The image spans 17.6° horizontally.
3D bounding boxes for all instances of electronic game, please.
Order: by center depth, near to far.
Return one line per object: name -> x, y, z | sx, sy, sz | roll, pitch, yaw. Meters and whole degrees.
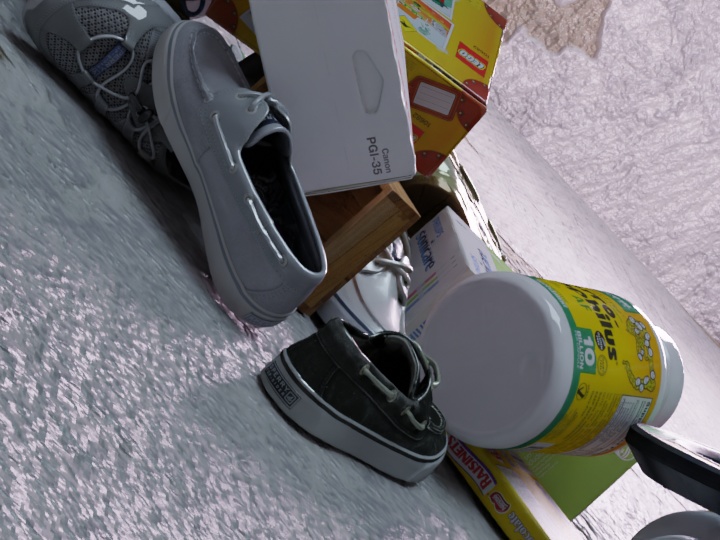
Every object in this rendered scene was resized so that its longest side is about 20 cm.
electronic game -> 0.262, 0.143, 1.485 | 0.199, 0.042, 0.200 | 22, 3, -1

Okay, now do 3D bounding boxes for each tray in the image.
tray -> -0.036, -0.064, 1.552 | 0.037, 0.099, 0.200 | 42, 12, -38

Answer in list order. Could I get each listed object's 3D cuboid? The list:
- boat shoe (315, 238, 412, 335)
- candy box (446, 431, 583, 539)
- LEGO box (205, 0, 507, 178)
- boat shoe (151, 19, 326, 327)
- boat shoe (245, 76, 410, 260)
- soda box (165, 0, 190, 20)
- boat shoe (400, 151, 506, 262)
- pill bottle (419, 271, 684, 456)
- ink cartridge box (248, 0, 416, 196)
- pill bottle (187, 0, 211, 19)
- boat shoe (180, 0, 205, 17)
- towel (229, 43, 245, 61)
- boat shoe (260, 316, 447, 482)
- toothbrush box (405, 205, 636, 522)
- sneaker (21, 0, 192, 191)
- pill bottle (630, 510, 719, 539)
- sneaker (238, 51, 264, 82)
boat shoe -> 0.000, 0.000, 1.559 | 0.074, 0.065, 0.200 | 41, 12, -34
candy box -> 0.109, 0.159, 1.530 | 0.200, 0.026, 0.102 | 53, 13, 25
LEGO box -> 0.002, -0.183, 1.690 | 0.200, 0.077, 0.149 | 36, 30, -11
boat shoe -> -0.068, -0.068, 1.368 | 0.072, 0.068, 0.201 | 15, 52, -43
boat shoe -> -0.038, -0.073, 1.680 | 0.200, 0.067, 0.057 | 43, 15, -11
soda box -> -0.202, -0.215, 1.527 | 0.200, 0.064, 0.068 | 45, 11, -22
boat shoe -> 0.075, -0.029, 1.826 | 0.200, 0.073, 0.063 | 72, 23, -54
pill bottle -> 0.133, 0.065, 1.536 | 0.200, 0.113, 0.113 | 11, 36, -55
ink cartridge box -> -0.019, -0.160, 1.468 | 0.200, 0.082, 0.147 | -93, 172, -59
pill bottle -> -0.171, -0.269, 1.710 | 0.200, 0.120, 0.120 | 36, 16, -52
boat shoe -> -0.119, -0.212, 1.506 | 0.084, 0.069, 0.200 | 41, 8, 9
towel -> -0.037, -0.091, 1.878 | 0.200, 0.023, 0.153 | 44, 10, -21
boat shoe -> 0.015, 0.073, 1.350 | 0.071, 0.064, 0.200 | 52, 11, 23
toothbrush box -> 0.108, 0.066, 1.710 | 0.200, 0.086, 0.146 | 46, 10, -17
sneaker -> -0.122, -0.108, 1.428 | 0.200, 0.075, 0.082 | 37, 21, -30
pill bottle -> 0.221, 0.205, 1.483 | 0.104, 0.104, 0.200 | 51, 11, 18
sneaker -> -0.016, -0.100, 1.751 | 0.200, 0.099, 0.071 | 43, 20, -22
